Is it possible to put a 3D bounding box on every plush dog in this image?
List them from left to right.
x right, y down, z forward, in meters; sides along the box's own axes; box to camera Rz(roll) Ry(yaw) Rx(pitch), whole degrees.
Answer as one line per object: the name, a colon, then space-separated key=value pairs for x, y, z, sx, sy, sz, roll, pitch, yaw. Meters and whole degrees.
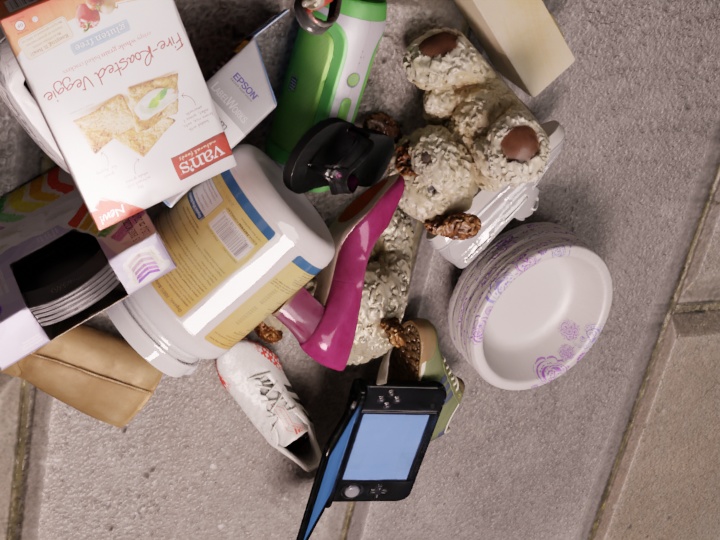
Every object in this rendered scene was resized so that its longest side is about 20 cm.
plush dog: x=-0.039 y=0.026 z=1.396 sx=0.170 sy=0.161 sz=0.202 roll=14 pitch=114 yaw=-10
plush dog: x=0.100 y=-0.130 z=1.377 sx=0.172 sy=0.201 sz=0.160 roll=-41 pitch=162 yaw=11

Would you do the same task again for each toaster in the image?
toaster: x=-0.264 y=-0.171 z=1.146 sx=0.113 sy=0.129 sz=0.201 roll=-34 pitch=130 yaw=-5

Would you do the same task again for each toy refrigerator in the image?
toy refrigerator: x=0.145 y=-0.282 z=1.347 sx=0.070 sy=0.076 sz=0.200 roll=-41 pitch=130 yaw=-1

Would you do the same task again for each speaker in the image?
speaker: x=-0.037 y=-0.184 z=1.294 sx=0.088 sy=0.089 sz=0.202 roll=3 pitch=117 yaw=-31

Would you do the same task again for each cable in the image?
cable: x=-0.016 y=-0.280 z=1.195 sx=0.200 sy=0.050 sz=0.098 roll=-33 pitch=101 yaw=-50

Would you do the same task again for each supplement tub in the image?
supplement tub: x=-0.138 y=-0.008 z=1.244 sx=0.200 sy=0.145 sz=0.145 roll=-40 pitch=131 yaw=9

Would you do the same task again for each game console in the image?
game console: x=0.010 y=0.237 z=1.518 sx=0.174 sy=0.117 sz=0.201 roll=3 pitch=129 yaw=-18

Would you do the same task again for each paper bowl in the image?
paper bowl: x=0.196 y=0.035 z=1.558 sx=0.199 sy=0.104 sz=0.203 roll=-15 pitch=125 yaw=-22

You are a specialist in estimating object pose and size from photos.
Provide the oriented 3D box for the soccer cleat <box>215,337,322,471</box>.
soccer cleat: x=-0.099 y=0.154 z=1.475 sx=0.068 sy=0.085 sz=0.201 roll=-34 pitch=130 yaw=-6

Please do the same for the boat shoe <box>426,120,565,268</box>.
boat shoe: x=0.166 y=-0.083 z=1.475 sx=0.200 sy=0.072 sz=0.068 roll=-46 pitch=110 yaw=3

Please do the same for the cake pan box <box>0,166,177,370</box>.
cake pan box: x=-0.281 y=-0.017 z=1.188 sx=0.183 sy=0.200 sz=0.053 roll=-31 pitch=130 yaw=-6

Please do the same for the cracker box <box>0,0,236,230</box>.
cracker box: x=-0.199 y=-0.151 z=1.067 sx=0.133 sy=0.058 sz=0.201 roll=-27 pitch=124 yaw=-10

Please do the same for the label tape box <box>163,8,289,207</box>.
label tape box: x=-0.127 y=-0.156 z=1.219 sx=0.200 sy=0.143 sz=0.066 roll=-41 pitch=102 yaw=1

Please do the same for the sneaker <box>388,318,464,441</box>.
sneaker: x=0.087 y=0.135 z=1.585 sx=0.089 sy=0.067 sz=0.202 roll=-10 pitch=129 yaw=-24

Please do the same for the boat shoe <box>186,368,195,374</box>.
boat shoe: x=-0.183 y=0.013 z=1.360 sx=0.061 sy=0.072 sz=0.202 roll=9 pitch=108 yaw=-14

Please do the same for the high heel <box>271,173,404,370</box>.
high heel: x=0.000 y=0.000 z=1.310 sx=0.096 sy=0.067 sz=0.200 roll=43 pitch=80 yaw=-19

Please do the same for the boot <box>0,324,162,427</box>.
boot: x=-0.282 y=0.064 z=1.331 sx=0.199 sy=0.066 sz=0.175 roll=29 pitch=114 yaw=-38

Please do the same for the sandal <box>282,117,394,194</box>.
sandal: x=-0.008 y=-0.108 z=1.267 sx=0.200 sy=0.048 sz=0.076 roll=-14 pitch=130 yaw=-61
